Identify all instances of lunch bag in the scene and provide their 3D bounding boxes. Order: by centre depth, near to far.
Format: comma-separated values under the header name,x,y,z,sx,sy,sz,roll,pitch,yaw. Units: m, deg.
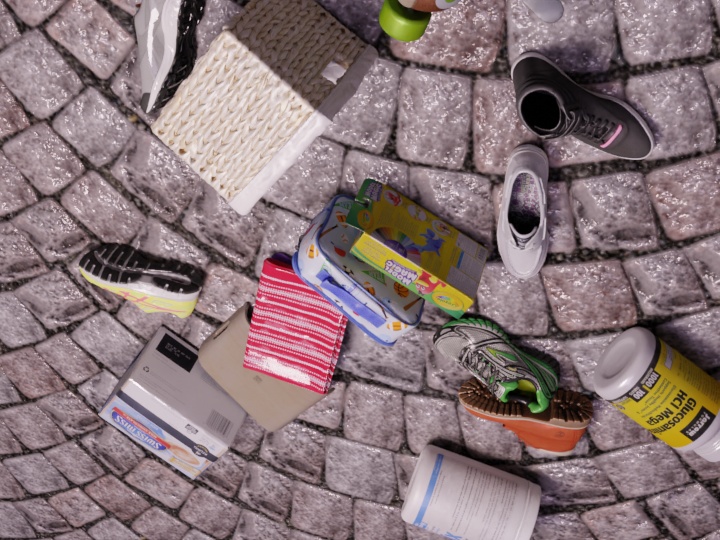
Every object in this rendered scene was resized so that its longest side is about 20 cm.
name,x,y,z,sx,sy,sz,roll,pitch,yaw
lunch bag,0.000,0.000,1.361,0.200,0.161,0.076,39,129,-14

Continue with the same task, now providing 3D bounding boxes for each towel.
name,x,y,z,sx,sy,sz,roll,pitch,yaw
towel,-0.096,0.086,1.504,0.144,0.023,0.201,19,118,7

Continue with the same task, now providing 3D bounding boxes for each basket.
name,x,y,z,sx,sy,sz,roll,pitch,yaw
basket,-0.115,-0.213,1.212,0.161,0.198,0.200,40,129,-9

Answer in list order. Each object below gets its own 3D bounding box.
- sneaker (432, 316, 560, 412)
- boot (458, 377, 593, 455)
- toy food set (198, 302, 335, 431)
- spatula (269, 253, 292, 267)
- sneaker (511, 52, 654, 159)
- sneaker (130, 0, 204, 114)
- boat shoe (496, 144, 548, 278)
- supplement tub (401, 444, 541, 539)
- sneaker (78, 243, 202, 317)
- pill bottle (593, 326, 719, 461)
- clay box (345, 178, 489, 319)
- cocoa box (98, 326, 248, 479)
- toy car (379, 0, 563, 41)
name,x,y,z,sx,sy,sz,roll,pitch,yaw
sneaker,0.196,0.136,1.451,0.199,0.085,0.078,25,131,0
boot,0.242,0.227,1.519,0.199,0.075,0.108,13,135,7
toy food set,-0.153,0.158,1.613,0.200,0.060,0.143,46,128,-7
spatula,-0.049,0.032,1.494,0.199,0.021,0.057,24,123,-2
sneaker,0.258,-0.171,1.178,0.199,0.099,0.071,31,129,-8
sneaker,-0.256,-0.293,1.283,0.079,0.074,0.201,26,125,10
boat shoe,0.213,-0.062,1.299,0.072,0.069,0.201,12,130,10
supplement tub,0.177,0.373,1.614,0.199,0.132,0.132,20,131,4
sneaker,-0.344,0.027,1.556,0.199,0.078,0.091,18,138,7
pill bottle,0.430,0.176,1.384,0.200,0.113,0.112,34,130,-10
clay box,0.070,-0.033,1.341,0.199,0.115,0.048,31,131,-6
cocoa box,-0.301,0.220,1.653,0.200,0.134,0.131,37,130,-11
toy car,0.141,-0.328,1.074,0.199,0.158,0.165,15,144,-9
